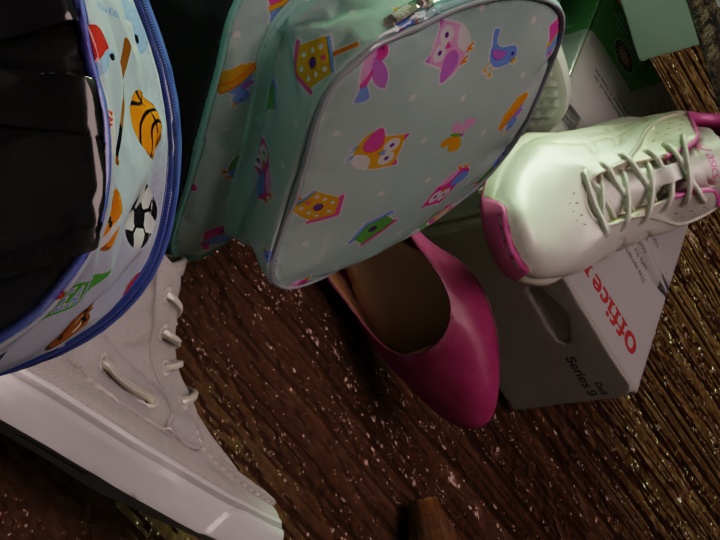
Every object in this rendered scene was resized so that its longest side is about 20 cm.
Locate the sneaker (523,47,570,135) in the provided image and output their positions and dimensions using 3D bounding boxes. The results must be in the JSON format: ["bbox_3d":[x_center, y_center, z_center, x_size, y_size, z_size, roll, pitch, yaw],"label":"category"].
[{"bbox_3d":[0.053,-0.165,0.951,0.200,0.074,0.082,55,36,-4],"label":"sneaker"}]

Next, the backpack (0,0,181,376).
[{"bbox_3d":[-0.151,-0.038,0.547,0.154,0.190,0.200,-17,95,-72],"label":"backpack"}]

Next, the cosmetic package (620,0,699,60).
[{"bbox_3d":[0.159,-0.229,1.038,0.200,0.051,0.083,71,23,-12],"label":"cosmetic package"}]

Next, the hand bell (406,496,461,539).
[{"bbox_3d":[0.053,0.210,0.890,0.104,0.104,0.200,11,59,-54],"label":"hand bell"}]

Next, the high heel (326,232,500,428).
[{"bbox_3d":[0.000,0.000,0.864,0.200,0.067,0.096,58,27,-4],"label":"high heel"}]

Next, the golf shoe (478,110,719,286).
[{"bbox_3d":[0.133,-0.047,0.905,0.200,0.091,0.075,-27,99,-51],"label":"golf shoe"}]

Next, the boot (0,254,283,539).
[{"bbox_3d":[-0.084,0.040,0.707,0.200,0.074,0.096,39,71,-42],"label":"boot"}]

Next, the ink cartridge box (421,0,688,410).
[{"bbox_3d":[0.115,-0.042,1.029,0.146,0.084,0.200,56,41,-29],"label":"ink cartridge box"}]

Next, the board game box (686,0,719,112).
[{"bbox_3d":[0.244,-0.165,1.008,0.200,0.097,0.159,70,24,-15],"label":"board game box"}]

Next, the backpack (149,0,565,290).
[{"bbox_3d":[-0.004,-0.102,0.731,0.200,0.153,0.176,-36,156,-35],"label":"backpack"}]

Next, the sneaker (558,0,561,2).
[{"bbox_3d":[0.089,-0.175,1.029,0.071,0.080,0.200,53,40,-36],"label":"sneaker"}]
